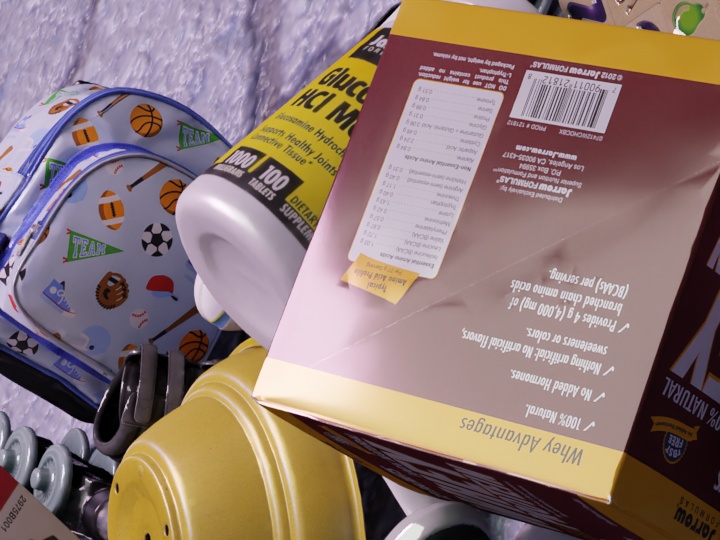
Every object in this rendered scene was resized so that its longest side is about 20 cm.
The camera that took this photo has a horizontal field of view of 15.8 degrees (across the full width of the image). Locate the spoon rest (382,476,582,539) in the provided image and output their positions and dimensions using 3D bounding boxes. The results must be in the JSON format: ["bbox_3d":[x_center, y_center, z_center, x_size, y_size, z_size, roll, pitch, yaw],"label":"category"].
[{"bbox_3d":[0.036,0.088,1.284,0.061,0.099,0.200,-58,41,16],"label":"spoon rest"}]

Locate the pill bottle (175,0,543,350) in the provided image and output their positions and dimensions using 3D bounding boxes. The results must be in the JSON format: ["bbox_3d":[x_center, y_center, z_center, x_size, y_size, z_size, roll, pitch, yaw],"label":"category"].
[{"bbox_3d":[0.013,-0.053,1.292,0.200,0.113,0.112,-42,23,-21],"label":"pill bottle"}]

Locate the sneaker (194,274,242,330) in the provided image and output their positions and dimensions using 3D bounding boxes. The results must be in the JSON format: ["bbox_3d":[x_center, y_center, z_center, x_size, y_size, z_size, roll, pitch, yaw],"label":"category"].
[{"bbox_3d":[0.000,0.000,1.384,0.199,0.076,0.105,-30,48,19],"label":"sneaker"}]

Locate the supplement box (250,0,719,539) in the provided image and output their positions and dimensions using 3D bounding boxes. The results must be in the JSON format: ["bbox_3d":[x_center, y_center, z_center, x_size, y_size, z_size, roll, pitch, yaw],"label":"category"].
[{"bbox_3d":[0.093,0.007,1.145,0.197,0.133,0.201,13,77,38],"label":"supplement box"}]

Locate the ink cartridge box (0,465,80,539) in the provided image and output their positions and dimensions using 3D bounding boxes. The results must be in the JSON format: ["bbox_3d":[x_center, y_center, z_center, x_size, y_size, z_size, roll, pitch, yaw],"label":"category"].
[{"bbox_3d":[-0.196,0.209,1.403,0.083,0.200,0.146,-37,15,36],"label":"ink cartridge box"}]

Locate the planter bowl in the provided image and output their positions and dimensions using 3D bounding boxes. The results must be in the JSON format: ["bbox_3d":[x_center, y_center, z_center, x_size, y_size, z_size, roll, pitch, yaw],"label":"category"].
[{"bbox_3d":[-0.078,0.137,1.342,0.200,0.083,0.202,16,108,60],"label":"planter bowl"}]

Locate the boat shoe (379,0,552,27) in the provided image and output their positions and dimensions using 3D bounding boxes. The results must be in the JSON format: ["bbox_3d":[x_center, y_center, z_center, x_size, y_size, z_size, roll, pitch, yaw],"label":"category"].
[{"bbox_3d":[0.042,-0.111,1.440,0.201,0.070,0.072,-56,27,8],"label":"boat shoe"}]

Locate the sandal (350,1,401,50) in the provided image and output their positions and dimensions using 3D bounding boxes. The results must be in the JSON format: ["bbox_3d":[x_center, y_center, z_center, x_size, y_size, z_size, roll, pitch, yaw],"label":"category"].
[{"bbox_3d":[0.022,-0.128,1.511,0.201,0.045,0.075,-58,30,9],"label":"sandal"}]

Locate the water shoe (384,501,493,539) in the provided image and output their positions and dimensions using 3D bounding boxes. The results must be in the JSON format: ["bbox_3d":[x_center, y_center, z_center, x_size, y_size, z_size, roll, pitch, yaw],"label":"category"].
[{"bbox_3d":[0.035,0.206,1.194,0.079,0.071,0.201,34,116,49],"label":"water shoe"}]

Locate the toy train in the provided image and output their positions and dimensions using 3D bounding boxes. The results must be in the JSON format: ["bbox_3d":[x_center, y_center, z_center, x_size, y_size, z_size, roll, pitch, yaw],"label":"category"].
[{"bbox_3d":[-0.193,0.157,1.600,0.200,0.085,0.115,16,91,60],"label":"toy train"}]

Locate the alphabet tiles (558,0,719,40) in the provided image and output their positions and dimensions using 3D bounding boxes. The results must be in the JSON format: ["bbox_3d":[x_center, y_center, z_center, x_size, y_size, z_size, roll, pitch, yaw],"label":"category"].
[{"bbox_3d":[0.170,-0.127,1.228,0.200,0.006,0.167,-33,69,49],"label":"alphabet tiles"}]

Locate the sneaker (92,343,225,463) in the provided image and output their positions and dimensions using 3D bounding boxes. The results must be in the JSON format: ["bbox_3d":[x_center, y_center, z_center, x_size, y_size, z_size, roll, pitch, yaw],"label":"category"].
[{"bbox_3d":[-0.075,0.068,1.458,0.200,0.099,0.071,-38,36,35],"label":"sneaker"}]

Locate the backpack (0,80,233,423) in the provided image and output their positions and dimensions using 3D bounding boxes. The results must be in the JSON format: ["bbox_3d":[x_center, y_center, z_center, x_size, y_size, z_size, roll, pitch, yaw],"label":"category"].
[{"bbox_3d":[-0.155,-0.017,1.575,0.154,0.200,0.191,3,63,53],"label":"backpack"}]
